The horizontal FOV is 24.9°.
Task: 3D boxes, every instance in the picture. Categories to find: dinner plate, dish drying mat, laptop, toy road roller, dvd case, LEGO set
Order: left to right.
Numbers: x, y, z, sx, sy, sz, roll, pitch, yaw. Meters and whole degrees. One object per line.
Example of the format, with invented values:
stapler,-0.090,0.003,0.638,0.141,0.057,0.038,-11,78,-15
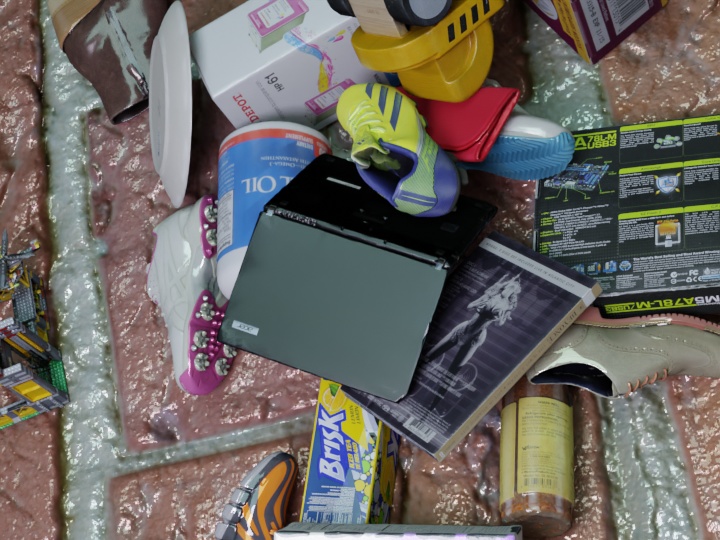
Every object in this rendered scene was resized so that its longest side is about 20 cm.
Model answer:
LEGO set,-0.373,0.067,1.586,0.153,0.116,0.201,-14,63,14
dinner plate,-0.187,-0.161,1.581,0.024,0.200,0.201,-2,64,-13
laptop,0.000,0.000,1.424,0.177,0.104,0.200,18,32,16
dish drying mat,0.065,-0.136,1.485,0.200,0.018,0.077,10,66,58
toy road roller,0.077,-0.242,1.452,0.200,0.146,0.123,-40,32,-23
dvd case,0.091,0.060,1.379,0.200,0.016,0.149,-46,36,-11

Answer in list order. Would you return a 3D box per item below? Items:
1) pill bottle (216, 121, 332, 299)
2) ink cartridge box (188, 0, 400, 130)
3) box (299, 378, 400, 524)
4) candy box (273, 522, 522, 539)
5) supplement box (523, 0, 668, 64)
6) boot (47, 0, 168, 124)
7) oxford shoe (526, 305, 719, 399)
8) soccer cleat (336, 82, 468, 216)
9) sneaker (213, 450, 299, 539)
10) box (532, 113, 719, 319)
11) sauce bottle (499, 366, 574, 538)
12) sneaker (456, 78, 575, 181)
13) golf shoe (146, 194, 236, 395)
pill bottle,-0.079,-0.029,1.527,0.112,0.112,0.201,-9,66,16
ink cartridge box,-0.050,-0.210,1.576,0.200,0.145,0.085,-28,62,6
box,-0.004,0.151,1.445,0.064,0.070,0.201,2,68,18
candy box,0.031,0.294,1.327,0.199,0.072,0.168,-1,87,10
supplement box,0.185,-0.315,1.547,0.103,0.131,0.200,-39,60,-1
boot,-0.219,-0.266,1.719,0.200,0.072,0.167,-34,73,1
oxford shoe,0.234,0.080,1.376,0.199,0.071,0.074,4,56,6
soccer cleat,0.019,-0.114,1.434,0.200,0.083,0.065,52,129,47
sneaker,-0.078,0.266,1.428,0.112,0.078,0.201,24,88,23
box,0.252,-0.047,1.433,0.199,0.048,0.194,-6,50,17
sauce bottle,0.153,0.128,1.401,0.066,0.066,0.201,-5,59,18
sneaker,0.120,-0.135,1.494,0.200,0.076,0.081,12,67,48
golf shoe,-0.164,0.028,1.565,0.091,0.075,0.201,-13,61,31
